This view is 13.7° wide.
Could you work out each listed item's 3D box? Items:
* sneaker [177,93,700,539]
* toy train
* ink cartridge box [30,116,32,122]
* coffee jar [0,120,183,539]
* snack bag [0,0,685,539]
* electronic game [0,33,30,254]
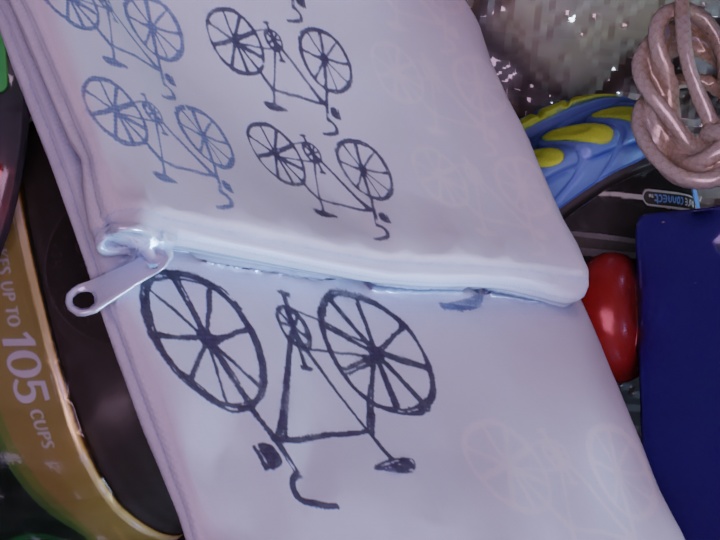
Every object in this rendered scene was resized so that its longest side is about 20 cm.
[{"bbox_3d":[0.014,0.028,0.808,0.199,0.071,0.083,-31,106,-17],"label":"sneaker"},{"bbox_3d":[0.113,0.014,0.806,0.084,0.116,0.201,-6,76,23],"label":"toy train"},{"bbox_3d":[-0.111,0.014,0.824,0.199,0.041,0.201,16,92,-5],"label":"ink cartridge box"},{"bbox_3d":[-0.117,0.034,0.733,0.199,0.085,0.105,-20,72,12],"label":"coffee jar"},{"bbox_3d":[0.000,0.000,0.692,0.021,0.188,0.201,-34,66,31],"label":"snack bag"},{"bbox_3d":[-0.165,-0.040,0.640,0.199,0.042,0.201,0,90,-28],"label":"electronic game"}]
